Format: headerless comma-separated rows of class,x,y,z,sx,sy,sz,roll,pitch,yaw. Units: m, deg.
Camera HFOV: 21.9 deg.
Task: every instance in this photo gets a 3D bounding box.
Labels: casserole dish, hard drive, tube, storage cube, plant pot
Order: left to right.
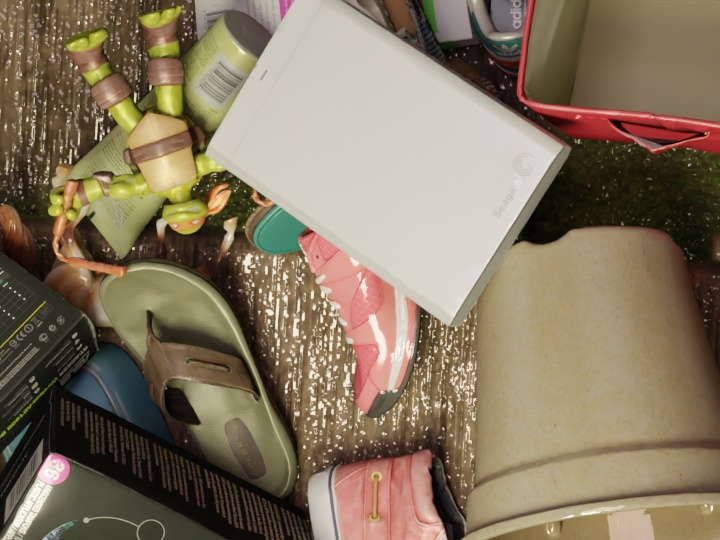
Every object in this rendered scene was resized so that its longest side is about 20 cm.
casserole dish,-0.192,0.145,1.330,0.121,0.039,0.200,-28,78,12
tube,-0.136,-0.099,1.313,0.200,0.052,0.058,-45,38,28
hard drive,0.014,-0.075,1.165,0.200,0.026,0.132,35,101,18
plant pot,0.149,0.078,1.168,0.200,0.200,0.184,-11,71,16
storage cube,0.207,-0.165,1.158,0.171,0.180,0.200,8,90,17

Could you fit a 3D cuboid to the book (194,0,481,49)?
book,-0.021,-0.209,1.300,0.200,0.048,0.134,-6,85,18

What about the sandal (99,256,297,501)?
sandal,-0.106,0.078,1.271,0.080,0.057,0.201,-30,98,18

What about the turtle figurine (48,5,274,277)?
turtle figurine,-0.125,-0.093,1.248,0.200,0.064,0.161,-15,101,8

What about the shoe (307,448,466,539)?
shoe,0.030,0.221,1.240,0.091,0.071,0.200,-15,79,18

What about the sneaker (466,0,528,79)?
sneaker,0.101,-0.231,1.239,0.070,0.093,0.200,-4,85,16

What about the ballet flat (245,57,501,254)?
ballet flat,0.005,-0.081,1.282,0.200,0.071,0.065,-28,52,10

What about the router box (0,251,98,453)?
router box,-0.302,0.070,1.276,0.150,0.062,0.200,36,69,19

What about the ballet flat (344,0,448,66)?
ballet flat,0.001,-0.186,1.224,0.074,0.074,0.200,-31,71,12

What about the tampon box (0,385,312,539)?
tampon box,-0.150,0.198,1.221,0.200,0.126,0.150,29,101,-15

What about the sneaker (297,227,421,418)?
sneaker,0.000,0.000,1.240,0.087,0.074,0.200,6,107,0

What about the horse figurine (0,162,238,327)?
horse figurine,-0.171,0.004,1.318,0.200,0.050,0.133,16,114,9
